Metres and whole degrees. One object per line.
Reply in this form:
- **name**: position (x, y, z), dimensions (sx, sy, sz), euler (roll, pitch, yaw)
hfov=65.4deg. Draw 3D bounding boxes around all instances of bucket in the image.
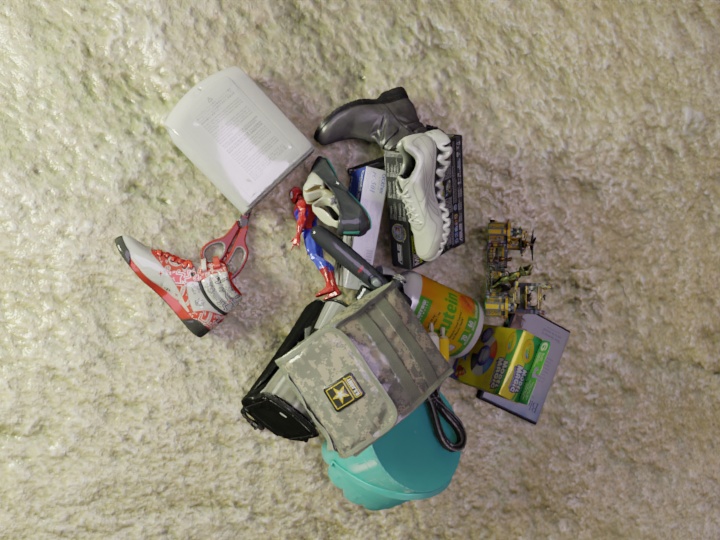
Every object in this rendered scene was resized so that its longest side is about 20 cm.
- **bucket**: position (0.055, 0.277, 0.909), dimensions (0.206, 0.135, 0.208), euler (15, 57, -25)

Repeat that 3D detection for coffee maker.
- **coffee maker**: position (-0.093, 0.154, 0.900), dimensions (0.135, 0.191, 0.200), euler (55, 52, -30)

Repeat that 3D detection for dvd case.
- **dvd case**: position (0.322, 0.183, 1.099), dimensions (0.142, 0.018, 0.201), euler (27, 81, -17)

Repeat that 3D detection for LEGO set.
- **LEGO set**: position (0.290, 0.004, 1.018), dimensions (0.115, 0.154, 0.201), euler (1, 76, 16)

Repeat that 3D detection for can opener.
- **can opener**: position (0.000, 0.000, 0.874), dimensions (0.200, 0.063, 0.079), euler (44, 84, -10)

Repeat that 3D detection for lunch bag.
- **lunch bag**: position (0.002, 0.137, 0.779), dimensions (0.200, 0.117, 0.164), euler (-35, 92, -30)

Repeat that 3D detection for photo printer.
- **photo printer**: position (-0.198, -0.216, 0.905), dimensions (0.200, 0.069, 0.166), euler (45, 76, -7)

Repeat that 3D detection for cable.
- **cable**: position (0.113, 0.182, 0.880), dimensions (0.097, 0.050, 0.201), euler (1, 62, -27)

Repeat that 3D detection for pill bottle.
- **pill bottle**: position (0.105, 0.067, 0.981), dimensions (0.199, 0.111, 0.112), euler (24, 82, -16)

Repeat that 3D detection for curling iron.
- **curling iron**: position (0.066, -0.213, 1.022), dimensions (0.199, 0.026, 0.050), euler (-26, 76, -12)

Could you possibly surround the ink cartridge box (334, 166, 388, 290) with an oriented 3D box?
- **ink cartridge box**: position (-0.002, -0.069, 0.953), dimensions (0.044, 0.094, 0.201), euler (10, 90, -17)

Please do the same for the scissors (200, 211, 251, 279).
- **scissors**: position (-0.192, -0.078, 0.941), dimensions (0.073, 0.014, 0.201), euler (35, 78, -12)

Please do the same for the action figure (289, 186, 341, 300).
- **action figure**: position (-0.084, -0.050, 0.938), dimensions (0.051, 0.065, 0.201), euler (-20, 74, 16)

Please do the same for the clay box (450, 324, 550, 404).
- **clay box**: position (0.238, 0.157, 0.977), dimensions (0.047, 0.200, 0.115), euler (26, 81, -16)

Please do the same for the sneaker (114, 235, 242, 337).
- **sneaker**: position (-0.275, -0.001, 0.876), dimensions (0.108, 0.067, 0.202), euler (-40, 106, -5)

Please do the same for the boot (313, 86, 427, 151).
- **boot**: position (0.031, -0.230, 0.969), dimensions (0.199, 0.070, 0.132), euler (-27, 81, -15)

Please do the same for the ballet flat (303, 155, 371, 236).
- **ballet flat**: position (-0.053, -0.120, 0.905), dimensions (0.073, 0.200, 0.073), euler (-19, 138, -18)

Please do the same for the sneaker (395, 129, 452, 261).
- **sneaker**: position (0.091, -0.112, 0.864), dimensions (0.081, 0.075, 0.201), euler (-11, 105, -31)

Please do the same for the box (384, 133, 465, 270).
- **box**: position (0.115, -0.120, 0.962), dimensions (0.160, 0.044, 0.201), euler (-26, 119, -38)
